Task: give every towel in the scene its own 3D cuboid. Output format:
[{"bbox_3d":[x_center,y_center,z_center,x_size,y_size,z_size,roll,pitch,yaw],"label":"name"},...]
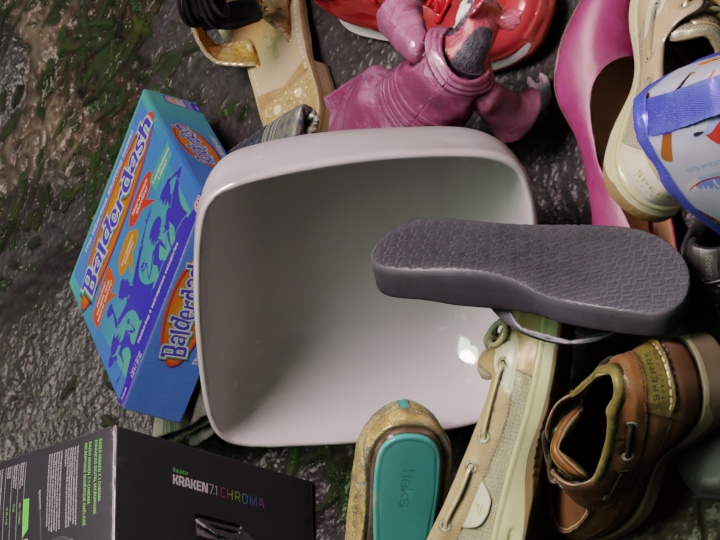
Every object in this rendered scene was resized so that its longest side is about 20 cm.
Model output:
[{"bbox_3d":[-0.077,0.009,1.742,0.193,0.035,0.200,-27,52,62],"label":"towel"}]

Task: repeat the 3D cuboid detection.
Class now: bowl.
[{"bbox_3d":[0.000,0.000,1.578,0.075,0.200,0.200,-105,12,-54],"label":"bowl"}]

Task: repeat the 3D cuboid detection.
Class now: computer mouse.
[{"bbox_3d":[-0.048,-0.233,1.771,0.046,0.200,0.141,18,124,34],"label":"computer mouse"}]

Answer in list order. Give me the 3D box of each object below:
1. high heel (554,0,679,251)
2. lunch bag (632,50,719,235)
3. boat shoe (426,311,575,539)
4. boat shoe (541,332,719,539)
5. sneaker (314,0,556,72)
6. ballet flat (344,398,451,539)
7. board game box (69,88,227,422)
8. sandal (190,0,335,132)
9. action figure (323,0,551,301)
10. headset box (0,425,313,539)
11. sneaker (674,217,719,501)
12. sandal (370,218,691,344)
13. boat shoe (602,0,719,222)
[{"bbox_3d":[0.160,-0.070,1.543,0.096,0.067,0.200,12,104,55],"label":"high heel"},{"bbox_3d":[0.259,-0.071,1.359,0.170,0.200,0.124,-15,66,42],"label":"lunch bag"},{"bbox_3d":[0.079,0.081,1.537,0.063,0.073,0.201,11,95,12],"label":"boat shoe"},{"bbox_3d":[0.129,0.090,1.468,0.200,0.068,0.072,116,142,-55],"label":"boat shoe"},{"bbox_3d":[0.019,-0.177,1.693,0.200,0.115,0.078,9,83,46],"label":"sneaker"},{"bbox_3d":[0.018,0.168,1.601,0.071,0.071,0.200,30,121,46],"label":"ballet flat"},{"bbox_3d":[-0.130,-0.013,1.777,0.152,0.045,0.200,-68,23,16],"label":"board game box"},{"bbox_3d":[-0.079,-0.166,1.820,0.078,0.070,0.212,-43,50,25],"label":"sandal"},{"bbox_3d":[0.031,-0.102,1.619,0.149,0.134,0.200,-52,-2,-36],"label":"action figure"},{"bbox_3d":[-0.148,0.174,1.696,0.200,0.174,0.093,-19,63,38],"label":"headset box"},{"bbox_3d":[0.196,0.023,1.461,0.076,0.091,0.200,2,79,27],"label":"sneaker"},{"bbox_3d":[0.097,0.008,1.463,0.200,0.076,0.043,11,127,41],"label":"sandal"},{"bbox_3d":[0.187,-0.122,1.509,0.065,0.072,0.200,-44,24,57],"label":"boat shoe"}]
